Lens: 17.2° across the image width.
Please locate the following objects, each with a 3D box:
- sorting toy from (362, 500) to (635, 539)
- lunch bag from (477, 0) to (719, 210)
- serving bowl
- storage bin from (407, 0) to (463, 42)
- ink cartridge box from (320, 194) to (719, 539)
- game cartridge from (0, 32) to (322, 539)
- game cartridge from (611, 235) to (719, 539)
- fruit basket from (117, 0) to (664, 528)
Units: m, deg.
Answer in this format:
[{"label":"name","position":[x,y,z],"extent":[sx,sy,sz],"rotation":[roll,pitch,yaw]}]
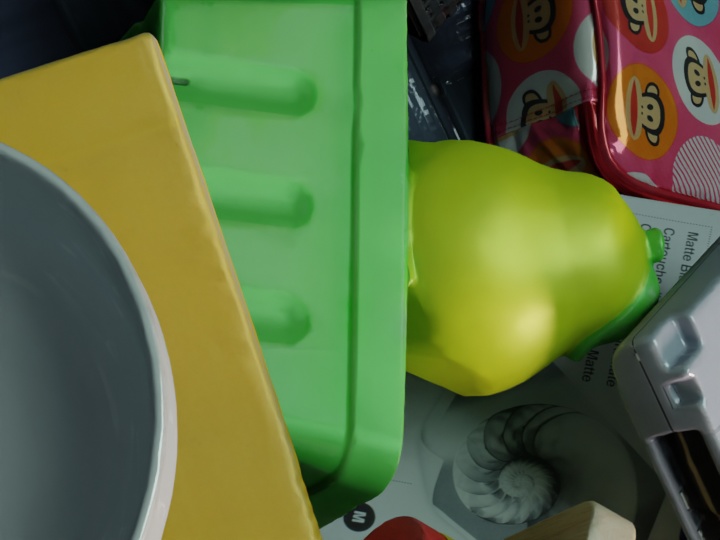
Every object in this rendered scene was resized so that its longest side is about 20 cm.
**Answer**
[{"label":"sorting toy","position":[-0.015,0.177,0.790],"extent":[0.070,0.200,0.199],"rotation":[32,54,-19]},{"label":"lunch bag","position":[0.137,-0.107,1.131],"extent":[0.176,0.082,0.200],"rotation":[14,67,-44]},{"label":"serving bowl","position":[-0.144,0.059,0.721],"extent":[0.066,0.200,0.200],"rotation":[52,33,-68]},{"label":"storage bin","position":[-0.006,-0.184,0.912],"extent":[0.135,0.094,0.200],"rotation":[41,-1,15]},{"label":"ink cartridge box","position":[0.095,0.057,0.962],"extent":[0.200,0.041,0.200],"rotation":[10,57,8]},{"label":"game cartridge","position":[-0.120,0.042,0.785],"extent":[0.176,0.032,0.200],"rotation":[-18,89,-4]},{"label":"game cartridge","position":[0.171,0.082,0.909],"extent":[0.133,0.040,0.200],"rotation":[-39,108,-44]},{"label":"fruit basket","position":[0.000,0.000,0.897],"extent":[0.216,0.156,0.216],"rotation":[10,66,-25]}]
